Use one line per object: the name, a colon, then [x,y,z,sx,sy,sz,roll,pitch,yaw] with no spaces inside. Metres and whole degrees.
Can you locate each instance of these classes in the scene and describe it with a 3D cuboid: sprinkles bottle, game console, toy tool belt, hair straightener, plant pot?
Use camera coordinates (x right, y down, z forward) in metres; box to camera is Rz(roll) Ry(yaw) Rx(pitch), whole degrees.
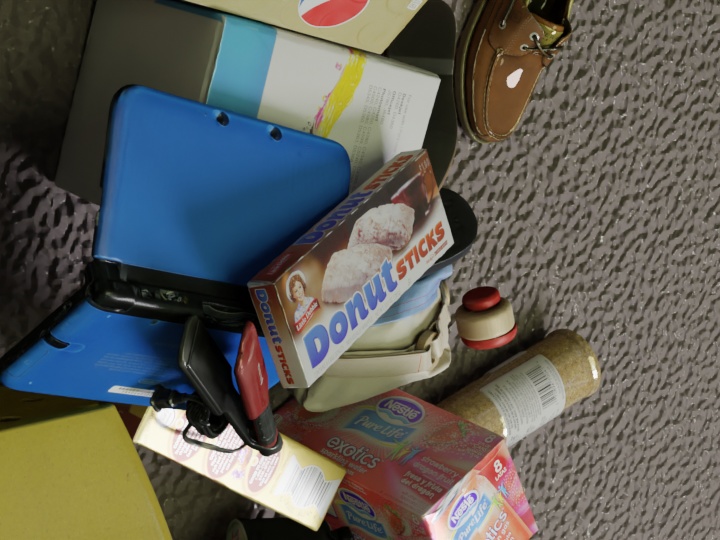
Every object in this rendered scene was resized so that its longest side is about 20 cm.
sprinkles bottle: [0.121,0.120,1.490,0.199,0.068,0.069,-27,121,-34]
game console: [-0.113,-0.005,1.073,0.199,0.170,0.119,13,51,-45]
toy tool belt: [0.023,0.022,1.325,0.199,0.125,0.124,-18,111,-16]
hair straightener: [-0.092,0.077,1.083,0.200,0.076,0.041,76,22,-68]
plant pot: [-0.239,0.175,1.102,0.199,0.199,0.178,-10,99,-40]

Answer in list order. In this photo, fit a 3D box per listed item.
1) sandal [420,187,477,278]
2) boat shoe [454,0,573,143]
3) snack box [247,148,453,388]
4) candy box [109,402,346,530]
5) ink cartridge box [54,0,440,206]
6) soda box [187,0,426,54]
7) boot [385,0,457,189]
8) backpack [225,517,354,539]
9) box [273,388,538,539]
sandal: [0.000,-0.001,1.260,0.200,0.076,0.043,-38,168,-18]
boat shoe: [0.132,-0.198,1.395,0.072,0.068,0.202,2,104,-44]
snack box: [-0.002,-0.005,1.094,0.200,0.024,0.072,-43,122,-49]
candy box: [-0.116,0.116,1.235,0.200,0.116,0.057,32,81,-44]
ink cartridge box: [-0.076,-0.097,1.180,0.199,0.146,0.147,8,100,-43]
soda box: [-0.052,-0.200,1.080,0.199,0.064,0.068,9,138,-41]
boot: [0.038,-0.104,1.296,0.076,0.073,0.201,95,6,-63]
backpack: [-0.071,0.310,1.302,0.149,0.178,0.201,-4,117,-15]
box: [0.026,0.160,1.323,0.095,0.199,0.103,-40,126,-25]
